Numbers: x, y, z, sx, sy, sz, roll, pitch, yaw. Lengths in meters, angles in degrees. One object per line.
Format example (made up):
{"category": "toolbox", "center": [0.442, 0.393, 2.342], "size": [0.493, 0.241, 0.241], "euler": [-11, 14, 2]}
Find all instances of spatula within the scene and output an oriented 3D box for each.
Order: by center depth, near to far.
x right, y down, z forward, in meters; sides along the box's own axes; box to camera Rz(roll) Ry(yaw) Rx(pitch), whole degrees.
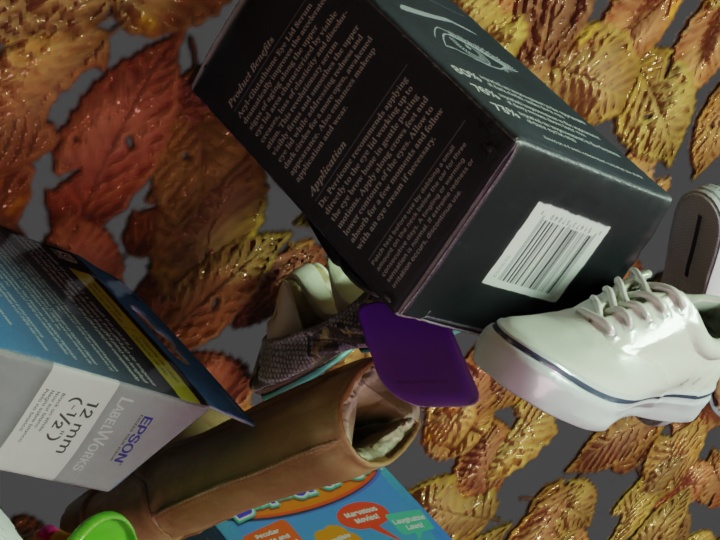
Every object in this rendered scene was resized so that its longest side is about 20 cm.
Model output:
{"category": "spatula", "center": [0.000, 0.000, 0.948], "size": [0.056, 0.200, 0.021], "euler": [1, 126, -32]}

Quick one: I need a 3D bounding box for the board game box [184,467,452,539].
{"category": "board game box", "center": [-0.017, 0.180, 1.098], "size": [0.151, 0.200, 0.045], "euler": [-8, 129, -40]}

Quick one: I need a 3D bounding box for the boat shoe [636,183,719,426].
{"category": "boat shoe", "center": [0.255, 0.028, 1.325], "size": [0.066, 0.074, 0.201], "euler": [-11, 130, -34]}

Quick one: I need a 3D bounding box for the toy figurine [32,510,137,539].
{"category": "toy figurine", "center": [-0.213, 0.192, 0.942], "size": [0.150, 0.183, 0.201], "euler": [-42, 140, -53]}

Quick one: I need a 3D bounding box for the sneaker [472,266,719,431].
{"category": "sneaker", "center": [0.125, 0.031, 0.882], "size": [0.199, 0.073, 0.071], "euler": [4, 117, -56]}

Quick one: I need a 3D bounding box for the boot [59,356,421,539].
{"category": "boot", "center": [-0.048, 0.095, 0.980], "size": [0.199, 0.066, 0.175], "euler": [-27, -169, 29]}

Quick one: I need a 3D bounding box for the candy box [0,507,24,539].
{"category": "candy box", "center": [-0.233, 0.098, 0.811], "size": [0.072, 0.200, 0.168], "euler": [-43, 143, -3]}

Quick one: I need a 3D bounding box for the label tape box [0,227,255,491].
{"category": "label tape box", "center": [-0.164, 0.038, 0.867], "size": [0.066, 0.143, 0.200], "euler": [-53, 143, 9]}

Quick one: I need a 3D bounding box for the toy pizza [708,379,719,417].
{"category": "toy pizza", "center": [0.368, 0.050, 1.492], "size": [0.199, 0.032, 0.201], "euler": [-26, 139, -25]}

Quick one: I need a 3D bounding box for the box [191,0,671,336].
{"category": "box", "center": [0.034, -0.066, 0.918], "size": [0.147, 0.200, 0.105], "euler": [15, 116, -49]}

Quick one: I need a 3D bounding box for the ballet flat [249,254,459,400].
{"category": "ballet flat", "center": [-0.009, 0.022, 1.038], "size": [0.072, 0.073, 0.200], "euler": [-9, 172, -39]}
